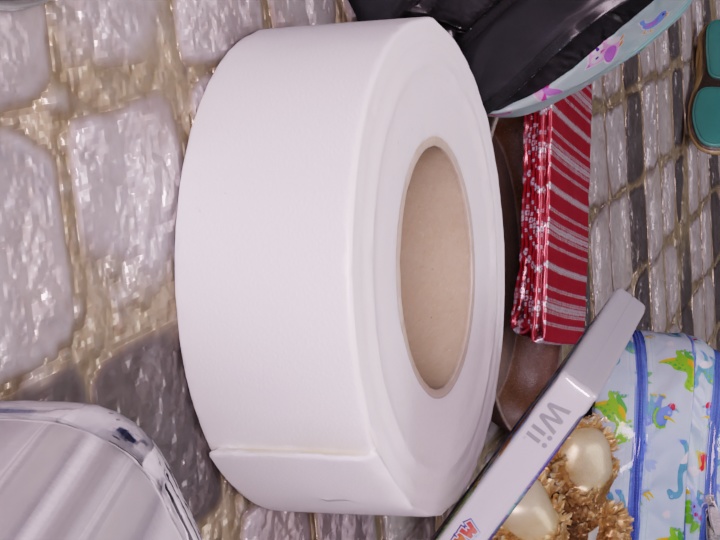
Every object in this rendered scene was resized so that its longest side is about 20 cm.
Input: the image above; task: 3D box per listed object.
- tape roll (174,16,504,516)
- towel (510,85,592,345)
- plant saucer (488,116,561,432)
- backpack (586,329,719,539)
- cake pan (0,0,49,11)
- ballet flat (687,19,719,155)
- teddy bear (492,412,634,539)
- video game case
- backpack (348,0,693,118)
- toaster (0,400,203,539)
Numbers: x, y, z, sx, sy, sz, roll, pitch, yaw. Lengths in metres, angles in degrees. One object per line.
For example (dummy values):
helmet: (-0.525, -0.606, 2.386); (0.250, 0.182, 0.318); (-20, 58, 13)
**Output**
tape roll: (0.000, 0.000, 0.632); (0.202, 0.071, 0.203); (0, 90, -70)
towel: (0.115, -0.056, 0.916); (0.145, 0.022, 0.200); (10, 82, -71)
plant saucer: (0.081, -0.003, 0.899); (0.200, 0.034, 0.200); (0, 90, -71)
backpack: (0.175, 0.135, 0.983); (0.163, 0.154, 0.200); (-37, 116, -79)
cake pan: (-0.095, -0.174, 0.431); (0.200, 0.037, 0.200); (-1, 90, -69)
ballet flat: (0.392, -0.187, 1.690); (0.063, 0.069, 0.200); (85, 17, -53)
teddy bear: (0.096, 0.164, 0.857); (0.145, 0.067, 0.200); (-52, 147, -25)
video game case: (0.047, 0.104, 0.651); (0.200, 0.018, 0.143); (-57, 172, 20)
backpack: (0.094, -0.156, 0.717); (0.167, 0.200, 0.127); (50, 19, 14)
toaster: (-0.090, 0.116, 0.335); (0.129, 0.114, 0.200); (-64, 145, -57)
